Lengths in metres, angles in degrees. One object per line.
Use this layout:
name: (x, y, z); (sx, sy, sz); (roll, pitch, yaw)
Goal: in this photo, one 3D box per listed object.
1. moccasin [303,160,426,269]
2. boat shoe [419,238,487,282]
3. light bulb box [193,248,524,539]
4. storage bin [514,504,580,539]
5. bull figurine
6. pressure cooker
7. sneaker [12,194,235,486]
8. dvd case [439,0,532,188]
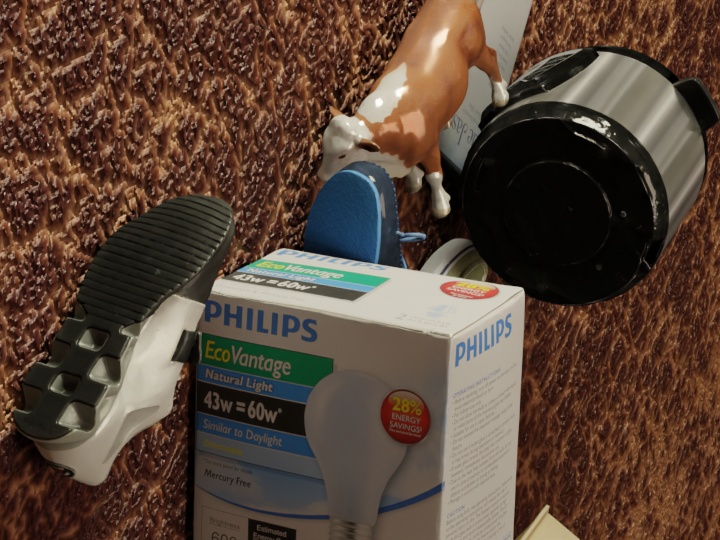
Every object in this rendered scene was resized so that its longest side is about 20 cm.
moccasin: (0.000, 0.000, 1.681); (0.068, 0.080, 0.201); (-29, 143, -38)
boat shoe: (0.063, 0.061, 1.836); (0.201, 0.062, 0.072); (-62, 148, -30)
light bulb box: (-0.002, 0.107, 1.582); (0.125, 0.197, 0.201); (-27, 122, -59)
storage bin: (0.096, 0.320, 1.855); (0.199, 0.094, 0.200); (-46, 177, -47)
bull figurine: (0.042, -0.118, 1.711); (0.200, 0.065, 0.122); (-57, 141, -28)
pressure cooker: (0.184, -0.083, 1.851); (0.200, 0.175, 0.180); (-47, 151, -55)
sneaker: (-0.138, 0.044, 1.440); (0.200, 0.074, 0.089); (-55, 146, -21)
dvd case: (0.090, -0.178, 1.849); (0.143, 0.017, 0.201); (37, 68, -61)
